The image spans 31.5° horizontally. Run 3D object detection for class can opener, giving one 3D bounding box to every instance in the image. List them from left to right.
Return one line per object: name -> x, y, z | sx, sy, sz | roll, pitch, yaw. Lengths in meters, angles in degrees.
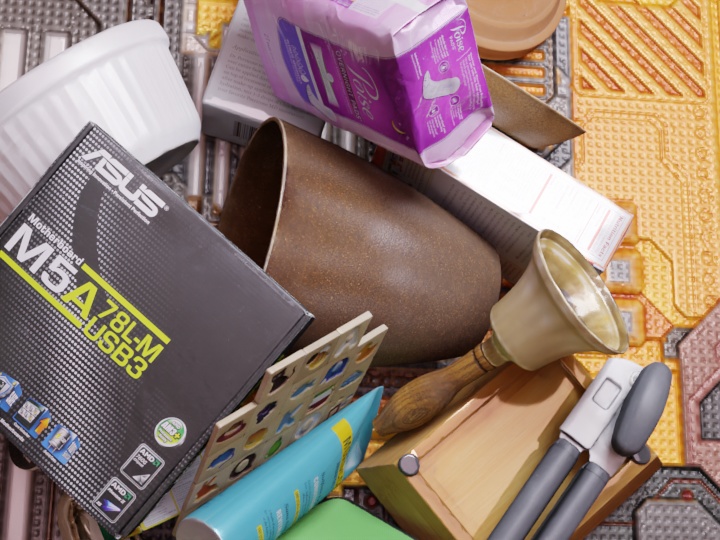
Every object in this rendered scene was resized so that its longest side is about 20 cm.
can opener -> 0.157, 0.146, 0.927 | 0.053, 0.067, 0.200 | 37, 74, 4

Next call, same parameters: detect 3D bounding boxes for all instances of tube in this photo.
tube -> -0.049, 0.154, 0.930 | 0.050, 0.078, 0.200 | 35, 38, 21

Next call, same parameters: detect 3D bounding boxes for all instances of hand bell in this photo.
hand bell -> 0.086, 0.068, 0.941 | 0.200, 0.104, 0.105 | -37, 80, 24

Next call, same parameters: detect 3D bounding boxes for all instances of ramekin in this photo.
ramekin -> -0.211, -0.094, 0.966 | 0.202, 0.202, 0.095 | -36, 93, -15

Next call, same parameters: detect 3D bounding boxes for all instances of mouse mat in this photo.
mouse mat -> -0.031, 0.214, 0.897 | 0.199, 0.160, 0.008 | -12, 115, -43

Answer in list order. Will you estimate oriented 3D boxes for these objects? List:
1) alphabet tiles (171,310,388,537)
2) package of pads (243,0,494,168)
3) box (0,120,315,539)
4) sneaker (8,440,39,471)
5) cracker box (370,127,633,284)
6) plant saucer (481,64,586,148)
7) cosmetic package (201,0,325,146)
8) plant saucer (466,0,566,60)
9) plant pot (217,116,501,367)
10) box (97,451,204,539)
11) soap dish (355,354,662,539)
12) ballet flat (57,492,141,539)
alphabet tiles -> -0.057, 0.112, 0.906 | 0.006, 0.201, 0.166 | 44, 46, 19
package of pads -> -0.001, -0.160, 0.925 | 0.076, 0.121, 0.200 | -38, 43, -20
box -> -0.165, 0.039, 0.848 | 0.200, 0.048, 0.193 | 42, 90, 4
sneaker -> -0.206, 0.078, 0.990 | 0.115, 0.075, 0.202 | 30, 42, -39
cracker box -> 0.104, -0.056, 1.024 | 0.199, 0.134, 0.058 | 33, 74, 1
plant saucer -> 0.088, -0.149, 1.030 | 0.199, 0.200, 0.036 | 31, 99, 1
cosmetic package -> -0.056, -0.200, 1.073 | 0.101, 0.071, 0.201 | 19, 73, -3
plant saucer -> 0.099, -0.277, 1.098 | 0.199, 0.032, 0.202 | 13, 64, -28
plant pot -> 0.000, 0.000, 0.987 | 0.198, 0.187, 0.189 | 15, 73, -19
box -> -0.169, 0.083, 0.925 | 0.117, 0.048, 0.201 | -15, 82, -54
soap dish -> 0.122, 0.152, 0.998 | 0.200, 0.081, 0.158 | -38, 83, -14
ballet flat -> -0.167, 0.245, 0.937 | 0.069, 0.070, 0.201 | -27, 80, -14
